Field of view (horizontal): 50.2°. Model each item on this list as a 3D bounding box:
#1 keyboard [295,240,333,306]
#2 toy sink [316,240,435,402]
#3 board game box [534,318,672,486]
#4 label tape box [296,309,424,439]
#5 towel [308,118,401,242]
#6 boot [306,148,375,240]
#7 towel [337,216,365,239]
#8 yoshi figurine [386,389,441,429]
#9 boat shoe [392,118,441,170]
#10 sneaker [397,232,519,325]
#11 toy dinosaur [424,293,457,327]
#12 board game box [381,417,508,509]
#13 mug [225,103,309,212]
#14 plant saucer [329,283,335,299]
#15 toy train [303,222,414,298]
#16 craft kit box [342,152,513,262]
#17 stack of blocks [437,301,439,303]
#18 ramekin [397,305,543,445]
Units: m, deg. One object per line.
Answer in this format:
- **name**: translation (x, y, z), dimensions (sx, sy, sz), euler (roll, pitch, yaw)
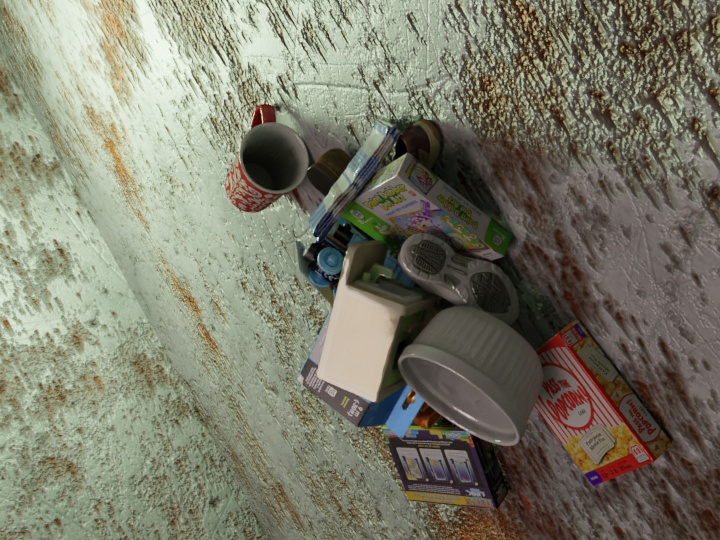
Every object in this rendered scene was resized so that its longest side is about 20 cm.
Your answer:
- **keyboard**: translation (-0.078, 0.009, 1.358), dimensions (0.200, 0.010, 0.057), euler (54, -149, -64)
- **toy sink**: translation (0.032, 0.070, 1.125), dimensions (0.110, 0.130, 0.204), euler (19, 101, 21)
- **board game box**: translation (0.313, 0.187, 1.068), dimensions (0.201, 0.046, 0.152), euler (55, 152, 14)
- **label tape box**: translation (0.011, 0.172, 1.254), dimensions (0.199, 0.066, 0.145), euler (35, 112, 17)
- **towel**: translation (-0.014, -0.140, 1.145), dimensions (0.024, 0.201, 0.147), euler (35, -171, -15)
- **boot**: translation (0.003, -0.122, 1.298), dimensions (0.200, 0.076, 0.073), euler (47, 147, -11)
- **towel**: translation (-0.004, -0.012, 1.448), dimensions (0.147, 0.021, 0.202), euler (43, 149, 32)
- **yoshi figurine**: translation (0.056, 0.197, 1.356), dimensions (0.198, 0.111, 0.115), euler (17, 91, 36)
- **boat shoe**: translation (0.066, -0.135, 1.162), dimensions (0.072, 0.071, 0.201), euler (47, 149, 23)
- **sneaker**: translation (0.139, 0.014, 1.112), dimensions (0.198, 0.079, 0.099), euler (34, 170, -6)
- **toy dinosaur**: translation (0.127, 0.063, 1.207), dimensions (0.199, 0.057, 0.103), euler (-31, 74, 51)
- **board game box**: translation (0.153, 0.346, 1.407), dimensions (0.197, 0.057, 0.168), euler (-7, 112, 39)
- **mug**: translation (-0.183, -0.207, 1.499), dimensions (0.132, 0.180, 0.200), euler (27, 161, -15)
- **plant saucer**: translation (-0.019, 0.055, 1.406), dimensions (0.200, 0.035, 0.203), euler (-25, -89, -87)
- **toy train**: translation (0.000, 0.000, 1.295), dimensions (0.198, 0.115, 0.087), euler (34, 149, -4)
- **craft kit box**: translation (0.087, -0.071, 1.118), dimensions (0.196, 0.049, 0.199), euler (37, 156, -16)
- **stack of blocks**: translation (0.122, 0.158, 1.347), dimensions (0.116, 0.058, 0.201), euler (51, 151, 18)
- **ramekin**: translation (0.159, 0.140, 1.069), dimensions (0.198, 0.106, 0.201), euler (32, 159, 14)
